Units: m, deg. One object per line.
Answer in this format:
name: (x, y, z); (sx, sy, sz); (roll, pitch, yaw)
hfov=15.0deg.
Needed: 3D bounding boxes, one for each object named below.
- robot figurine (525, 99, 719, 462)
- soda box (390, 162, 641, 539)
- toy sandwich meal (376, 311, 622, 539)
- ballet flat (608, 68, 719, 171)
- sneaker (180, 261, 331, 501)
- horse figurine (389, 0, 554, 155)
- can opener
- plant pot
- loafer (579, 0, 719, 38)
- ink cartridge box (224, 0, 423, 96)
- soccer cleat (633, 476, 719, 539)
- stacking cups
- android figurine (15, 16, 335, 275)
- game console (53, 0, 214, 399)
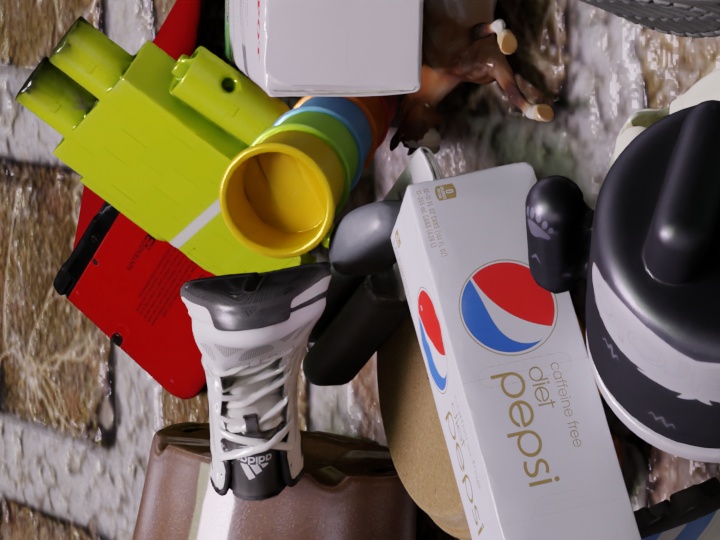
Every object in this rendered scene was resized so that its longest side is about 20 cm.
robot figurine: (0.158, 0.004, 1.177); (0.151, 0.124, 0.200); (55, 168, 22)
soda box: (0.071, 0.056, 1.266); (0.068, 0.063, 0.201); (107, 149, -68)
toy sandwich meal: (0.072, 0.051, 1.410); (0.205, 0.070, 0.207); (180, 90, -68)
ballet flat: (0.157, -0.060, 1.257); (0.200, 0.069, 0.070); (-30, 69, 53)
sneaker: (-0.045, 0.058, 1.374); (0.200, 0.075, 0.116); (149, 114, -88)
horse figurine: (0.054, -0.155, 1.410); (0.132, 0.050, 0.202); (-161, 65, -67)
can opener: (0.000, 0.000, 1.418); (0.200, 0.066, 0.053); (122, 141, -60)
plant pot: (-0.051, 0.194, 1.517); (0.200, 0.199, 0.200); (15, 98, 55)
loafer: (0.164, -0.149, 1.245); (0.199, 0.075, 0.070); (5, 81, 50)
ink cartridge box: (-0.021, -0.172, 1.434); (0.200, 0.084, 0.147); (-132, 42, -76)
soccer cleat: (0.111, 0.173, 1.311); (0.199, 0.070, 0.087); (-29, 79, 27)
stacking cups: (-0.015, -0.065, 1.432); (0.060, 0.200, 0.061); (5, 110, 15)
android figurine: (-0.096, -0.062, 1.545); (0.041, 0.199, 0.182); (-60, 10, -29)
game console: (-0.103, -0.051, 1.700); (0.172, 0.119, 0.200); (42, 136, 5)
